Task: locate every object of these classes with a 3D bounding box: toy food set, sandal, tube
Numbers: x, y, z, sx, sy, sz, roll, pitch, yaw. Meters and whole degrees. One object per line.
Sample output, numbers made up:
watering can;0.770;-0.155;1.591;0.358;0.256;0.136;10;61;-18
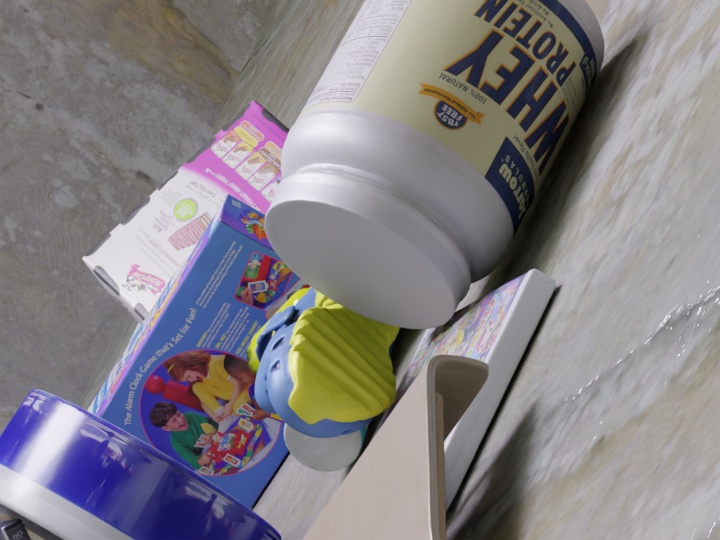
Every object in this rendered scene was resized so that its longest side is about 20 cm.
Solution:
toy food set;0.021;0.149;1.253;0.144;0.060;0.200;-55;18;28
sandal;-0.028;0.060;1.569;0.087;0.080;0.200;-39;6;15
tube;-0.004;0.061;1.724;0.077;0.050;0.200;-39;12;26

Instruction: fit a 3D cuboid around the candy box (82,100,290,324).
candy box;-0.112;-0.028;2.170;0.200;0.061;0.136;-42;51;-8

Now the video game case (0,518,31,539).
video game case;-0.196;0.259;1.753;0.019;0.201;0.143;-26;0;-14

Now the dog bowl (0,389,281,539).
dog bowl;-0.154;0.162;1.736;0.079;0.200;0.200;-60;8;-10

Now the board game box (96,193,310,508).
board game box;-0.088;0.061;1.904;0.200;0.134;0.045;-56;9;25

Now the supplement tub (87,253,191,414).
supplement tub;-0.124;0.090;2.040;0.200;0.132;0.132;-54;10;34

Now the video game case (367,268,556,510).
video game case;0.042;0.080;1.455;0.144;0.018;0.200;-63;9;-16

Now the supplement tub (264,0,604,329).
supplement tub;0.042;-0.082;1.529;0.201;0.145;0.145;-62;8;-25

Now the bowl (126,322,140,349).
bowl;-0.119;0.017;2.321;0.201;0.107;0.200;-62;5;9

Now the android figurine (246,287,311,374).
android figurine;0.000;0.000;1.746;0.182;0.041;0.200;-45;1;-43
